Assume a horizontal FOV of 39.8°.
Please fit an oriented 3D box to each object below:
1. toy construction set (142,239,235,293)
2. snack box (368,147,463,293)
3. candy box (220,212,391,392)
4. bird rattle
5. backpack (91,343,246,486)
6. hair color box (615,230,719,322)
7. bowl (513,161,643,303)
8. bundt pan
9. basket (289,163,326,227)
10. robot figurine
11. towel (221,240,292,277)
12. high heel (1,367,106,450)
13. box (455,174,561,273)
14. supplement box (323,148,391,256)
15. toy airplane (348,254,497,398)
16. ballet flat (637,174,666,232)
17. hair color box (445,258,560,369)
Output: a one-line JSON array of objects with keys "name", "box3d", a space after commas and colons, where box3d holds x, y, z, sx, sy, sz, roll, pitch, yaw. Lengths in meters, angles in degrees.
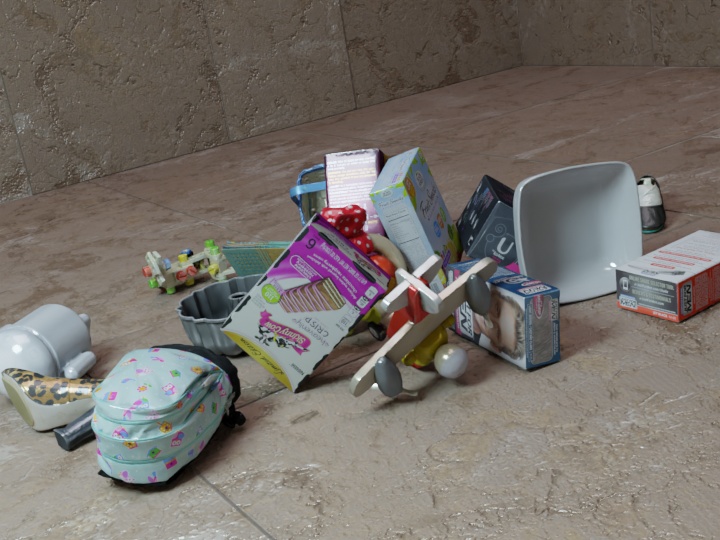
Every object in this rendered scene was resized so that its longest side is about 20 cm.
[{"name": "toy construction set", "box3d": [-0.321, -0.002, 1.857, 0.198, 0.093, 0.131, -8, 14, -35]}, {"name": "snack box", "box3d": [0.096, -0.078, 1.631, 0.067, 0.201, 0.169, -20, 20, 22]}, {"name": "candy box", "box3d": [-0.074, 0.044, 1.328, 0.200, 0.136, 0.061, -48, 5, 20]}, {"name": "bird rattle", "box3d": [0.000, 0.000, 1.526, 0.162, 0.202, 0.112, 12, -22, -35]}, {"name": "backpack", "box3d": [-0.248, 0.170, 1.207, 0.165, 0.128, 0.200, -1, 22, 16]}, {"name": "hair color box", "box3d": [0.476, 0.005, 1.436, 0.199, 0.065, 0.110, -19, 21, -32]}, {"name": "bowl", "box3d": [0.319, -0.060, 1.500, 0.198, 0.202, 0.075, -11, 12, -13]}, {"name": "bundt pan", "box3d": [-0.183, 0.074, 1.551, 0.199, 0.077, 0.202, -9, 17, 3]}, {"name": "basket", "box3d": [-0.041, -0.145, 1.932, 0.174, 0.141, 0.200, -9, -14, 2]}, {"name": "robot figurine", "box3d": [-0.483, 0.124, 1.495, 0.168, 0.114, 0.200, 13, 23, 14]}, {"name": "towel", "box3d": [-0.116, 0.006, 1.628, 0.198, 0.147, 0.022, 0, 46, 26]}, {"name": "high heel", "box3d": [-0.397, 0.163, 1.376, 0.199, 0.072, 0.142, 28, 44, 35]}, {"name": "box", "box3d": [0.239, -0.066, 1.637, 0.121, 0.107, 0.200, 28, 15, -8]}, {"name": "supplement box", "box3d": [0.005, -0.098, 1.729, 0.102, 0.203, 0.131, -5, -3, 14]}, {"name": "toy airplane", "box3d": [0.087, 0.074, 1.268, 0.200, 0.141, 0.199, -49, -14, 25]}, {"name": "ballet flat", "box3d": [0.521, -0.130, 1.818, 0.067, 0.069, 0.200, -4, 19, 15]}, {"name": "hair color box", "box3d": [0.192, 0.055, 1.364, 0.060, 0.101, 0.200, -11, 16, -24]}]
